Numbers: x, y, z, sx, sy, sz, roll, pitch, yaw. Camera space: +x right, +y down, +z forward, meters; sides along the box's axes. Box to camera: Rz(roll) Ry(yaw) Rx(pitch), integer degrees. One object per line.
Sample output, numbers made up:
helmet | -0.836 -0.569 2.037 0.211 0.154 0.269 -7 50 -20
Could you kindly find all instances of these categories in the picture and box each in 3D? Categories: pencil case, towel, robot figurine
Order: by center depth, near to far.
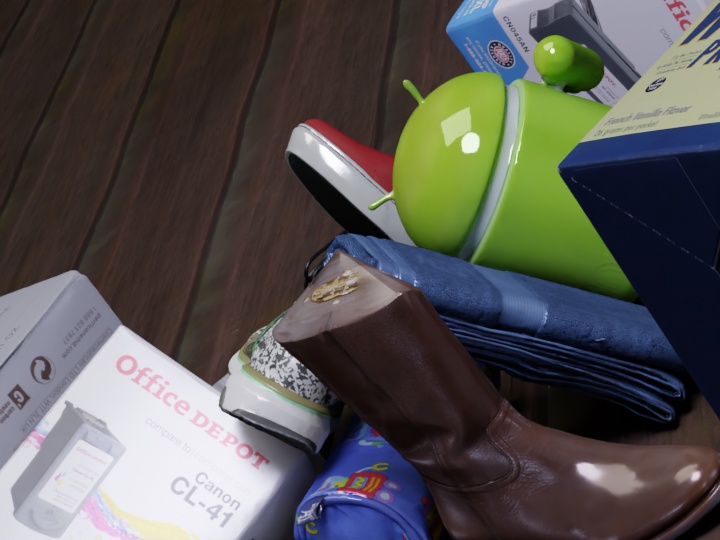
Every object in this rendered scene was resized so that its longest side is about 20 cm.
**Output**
towel | 0.080 0.030 1.452 0.112 0.199 0.049 -128 53 -74
pencil case | 0.021 0.107 1.512 0.087 0.078 0.200 -9 28 23
robot figurine | 0.109 -0.046 1.539 0.116 0.199 0.176 -136 62 -80

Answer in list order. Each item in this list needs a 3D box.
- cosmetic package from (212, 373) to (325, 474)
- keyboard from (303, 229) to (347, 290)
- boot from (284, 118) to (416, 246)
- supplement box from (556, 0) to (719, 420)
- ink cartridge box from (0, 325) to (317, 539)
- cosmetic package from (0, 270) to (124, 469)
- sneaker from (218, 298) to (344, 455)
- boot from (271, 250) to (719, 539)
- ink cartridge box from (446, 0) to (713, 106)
cosmetic package | -0.117 0.157 1.625 0.200 0.090 0.107 -42 16 -9
keyboard | 0.000 0.000 1.686 0.200 0.040 0.104 -49 28 -7
boot | 0.065 -0.064 1.625 0.145 0.200 0.072 -56 4 -9
supplement box | 0.243 -0.040 1.290 0.200 0.200 0.134 -45 22 -28
ink cartridge box | -0.138 0.155 1.514 0.200 0.147 0.086 -52 -20 -13
cosmetic package | -0.242 0.130 1.780 0.200 0.167 0.167 -17 27 46
sneaker | -0.027 0.045 1.517 0.089 0.077 0.200 -60 5 7
boot | 0.069 0.064 1.344 0.186 0.200 0.064 -21 26 38
ink cartridge box | 0.180 -0.154 1.747 0.200 0.145 0.084 -17 28 45
